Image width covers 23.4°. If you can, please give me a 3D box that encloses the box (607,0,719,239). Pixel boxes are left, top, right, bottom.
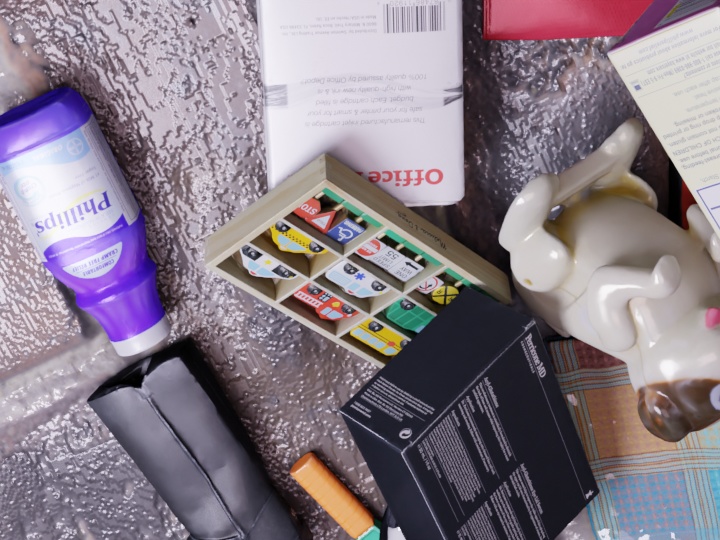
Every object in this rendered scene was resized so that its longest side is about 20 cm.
[{"bbox_3d":[0.289,-0.123,1.183,0.096,0.176,0.201,-18,112,46],"label":"box"}]

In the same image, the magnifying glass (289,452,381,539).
[{"bbox_3d":[0.017,0.224,1.418,0.079,0.022,0.200,-39,106,12],"label":"magnifying glass"}]

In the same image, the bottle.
[{"bbox_3d":[-0.204,-0.032,1.293,0.083,0.065,0.201,-22,109,5],"label":"bottle"}]

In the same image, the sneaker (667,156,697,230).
[{"bbox_3d":[0.286,-0.092,1.287,0.107,0.067,0.203,-4,114,-1],"label":"sneaker"}]

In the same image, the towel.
[{"bbox_3d":[0.235,0.135,1.369,0.145,0.022,0.201,-9,112,22],"label":"towel"}]

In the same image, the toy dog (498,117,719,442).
[{"bbox_3d":[0.198,0.028,1.250,0.200,0.139,0.195,47,137,20],"label":"toy dog"}]

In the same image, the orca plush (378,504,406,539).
[{"bbox_3d":[0.036,0.147,1.362,0.071,0.105,0.202,21,121,37],"label":"orca plush"}]

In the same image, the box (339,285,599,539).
[{"bbox_3d":[0.085,0.135,1.289,0.141,0.079,0.201,-41,133,-18],"label":"box"}]

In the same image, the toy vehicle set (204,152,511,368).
[{"bbox_3d":[0.000,0.000,1.273,0.124,0.027,0.199,-34,132,31],"label":"toy vehicle set"}]

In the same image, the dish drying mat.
[{"bbox_3d":[0.186,-0.209,1.266,0.198,0.018,0.078,-2,110,0],"label":"dish drying mat"}]

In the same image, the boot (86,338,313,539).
[{"bbox_3d":[-0.154,0.174,1.369,0.164,0.066,0.201,-32,111,1],"label":"boot"}]

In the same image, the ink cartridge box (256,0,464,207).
[{"bbox_3d":[0.000,-0.152,1.245,0.145,0.084,0.202,-2,111,-1],"label":"ink cartridge box"}]
